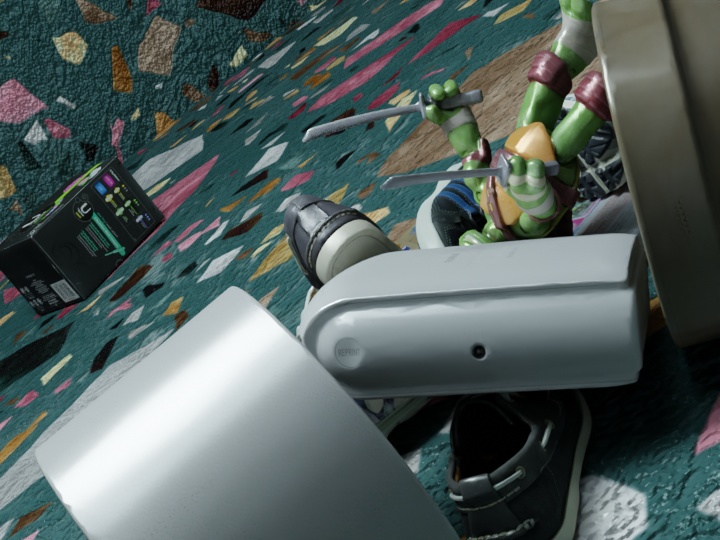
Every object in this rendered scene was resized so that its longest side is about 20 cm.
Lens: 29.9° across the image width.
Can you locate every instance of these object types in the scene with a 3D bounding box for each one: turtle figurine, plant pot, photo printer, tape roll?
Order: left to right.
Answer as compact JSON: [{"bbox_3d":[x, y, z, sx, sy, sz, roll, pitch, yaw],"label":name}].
[{"bbox_3d":[-0.056,0.127,0.720,0.139,0.203,0.203,-40,18,-10],"label":"tape roll"},{"bbox_3d":[0.067,0.025,0.795,0.199,0.070,0.166,-5,9,15],"label":"photo printer"},{"bbox_3d":[0.095,-0.101,0.882,0.194,0.200,0.144,-53,4,1],"label":"turtle figurine"},{"bbox_3d":[0.233,-0.073,0.735,0.173,0.201,0.200,-14,24,16],"label":"plant pot"}]

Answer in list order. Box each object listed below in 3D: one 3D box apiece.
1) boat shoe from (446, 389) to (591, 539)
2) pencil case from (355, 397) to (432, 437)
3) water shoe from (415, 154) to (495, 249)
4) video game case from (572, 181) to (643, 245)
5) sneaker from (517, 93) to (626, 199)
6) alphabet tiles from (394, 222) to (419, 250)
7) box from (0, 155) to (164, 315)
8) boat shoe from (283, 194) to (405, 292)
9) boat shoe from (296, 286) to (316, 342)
[{"bbox_3d":[0.086,0.091,0.764,0.072,0.068,0.200,-31,15,20],"label":"boat shoe"},{"bbox_3d":[-0.010,0.098,0.908,0.200,0.078,0.089,-42,32,-15],"label":"pencil case"},{"bbox_3d":[0.094,-0.044,1.008,0.079,0.072,0.200,-27,21,21],"label":"water shoe"},{"bbox_3d":[0.153,-0.022,0.994,0.200,0.024,0.182,-48,20,-30],"label":"video game case"},{"bbox_3d":[0.202,-0.105,0.976,0.086,0.078,0.200,-35,21,-33],"label":"sneaker"},{"bbox_3d":[0.081,-0.042,1.173,0.200,0.006,0.166,-44,14,-7],"label":"alphabet tiles"},{"bbox_3d":[-0.421,-0.052,2.007,0.148,0.124,0.200,-16,28,48],"label":"box"},{"bbox_3d":[0.000,0.000,0.968,0.073,0.063,0.200,-48,-26,-4],"label":"boat shoe"},{"bbox_3d":[-0.023,0.058,1.046,0.071,0.070,0.200,-32,18,15],"label":"boat shoe"}]
